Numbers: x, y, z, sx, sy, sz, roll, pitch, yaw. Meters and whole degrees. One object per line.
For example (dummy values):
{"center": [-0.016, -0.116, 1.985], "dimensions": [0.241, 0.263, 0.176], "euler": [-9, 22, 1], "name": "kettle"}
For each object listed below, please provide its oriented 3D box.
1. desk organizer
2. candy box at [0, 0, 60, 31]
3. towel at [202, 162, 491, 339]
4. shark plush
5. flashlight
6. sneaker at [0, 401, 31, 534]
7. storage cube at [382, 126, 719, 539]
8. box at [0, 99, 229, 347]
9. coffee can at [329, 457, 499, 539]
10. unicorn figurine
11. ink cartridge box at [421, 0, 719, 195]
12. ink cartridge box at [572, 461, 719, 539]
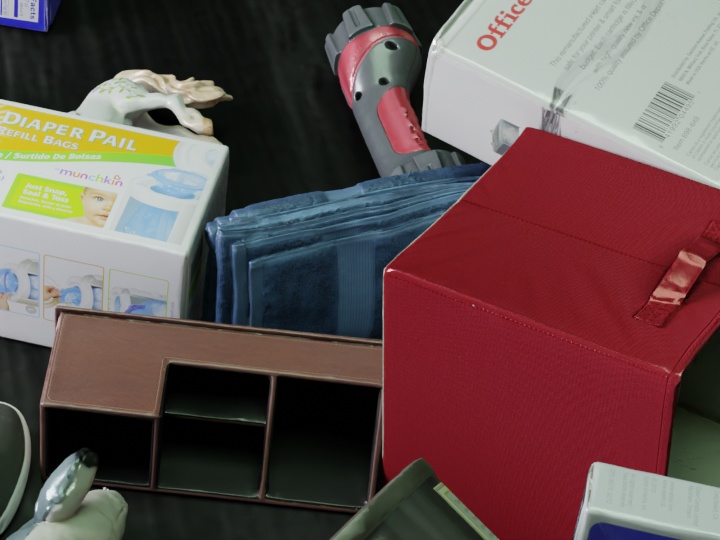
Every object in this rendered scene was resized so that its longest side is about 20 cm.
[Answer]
{"center": [-0.084, 0.082, 1.265], "dimensions": [0.199, 0.072, 0.077], "euler": [6, 43, -2], "name": "desk organizer"}
{"center": [-0.310, -0.266, 1.617], "dimensions": [0.199, 0.077, 0.169], "euler": [9, 41, -1], "name": "candy box"}
{"center": [0.000, 0.000, 1.339], "dimensions": [0.200, 0.112, 0.049], "euler": [-13, 38, -23], "name": "towel"}
{"center": [-0.186, 0.184, 1.149], "dimensions": [0.083, 0.091, 0.200], "euler": [-12, 33, 49], "name": "shark plush"}
{"center": [0.032, -0.103, 1.497], "dimensions": [0.068, 0.068, 0.200], "euler": [-4, 41, -18], "name": "flashlight"}
{"center": [-0.240, 0.114, 1.181], "dimensions": [0.071, 0.099, 0.200], "euler": [21, 41, 17], "name": "sneaker"}
{"center": [0.129, 0.054, 1.242], "dimensions": [0.179, 0.200, 0.171], "euler": [21, 43, 24], "name": "storage cube"}
{"center": [-0.192, -0.026, 1.345], "dimensions": [0.199, 0.102, 0.113], "euler": [12, 42, 4], "name": "box"}
{"center": [0.048, 0.210, 1.036], "dimensions": [0.200, 0.146, 0.146], "euler": [44, 49, 7], "name": "coffee can"}
{"center": [-0.177, -0.085, 1.447], "dimensions": [0.137, 0.074, 0.200], "euler": [24, 26, 15], "name": "unicorn figurine"}
{"center": [0.157, -0.112, 1.329], "dimensions": [0.200, 0.085, 0.146], "euler": [29, 56, 15], "name": "ink cartridge box"}
{"center": [0.193, 0.191, 1.090], "dimensions": [0.199, 0.198, 0.043], "euler": [14, 44, 5], "name": "ink cartridge box"}
